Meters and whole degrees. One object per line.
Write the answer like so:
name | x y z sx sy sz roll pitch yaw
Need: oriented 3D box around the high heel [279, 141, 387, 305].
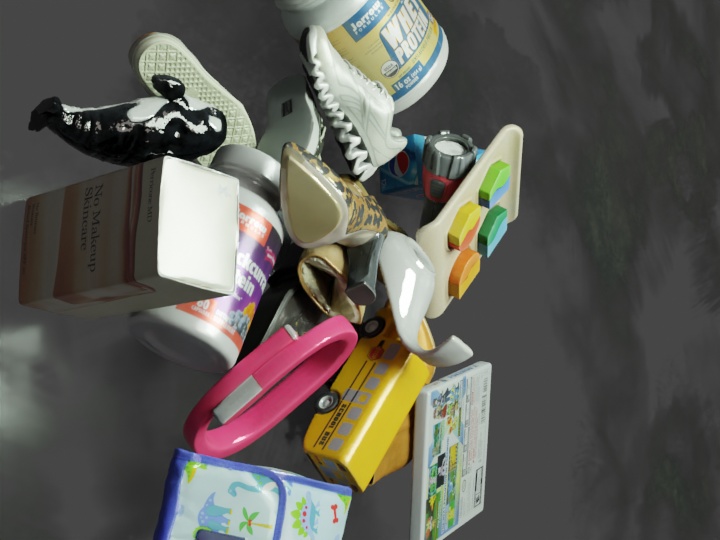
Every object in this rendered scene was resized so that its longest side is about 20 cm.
high heel | -0.029 -0.080 1.099 0.144 0.070 0.201 -84 153 -47

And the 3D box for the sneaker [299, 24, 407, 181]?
sneaker | -0.009 -0.198 1.231 0.201 0.080 0.076 62 4 -40

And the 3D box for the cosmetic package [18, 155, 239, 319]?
cosmetic package | -0.202 -0.023 0.936 0.087 0.198 0.105 16 69 -48

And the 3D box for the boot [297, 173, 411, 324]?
boot | 0.000 0.000 1.235 0.175 0.066 0.201 47 25 -20

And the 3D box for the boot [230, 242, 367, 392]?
boot | -0.053 0.084 1.201 0.175 0.068 0.201 56 44 -27

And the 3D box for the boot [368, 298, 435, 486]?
boot | 0.030 0.140 1.287 0.143 0.070 0.205 -18 103 -56

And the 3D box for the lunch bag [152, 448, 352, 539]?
lunch bag | -0.116 0.273 1.047 0.198 0.126 0.173 23 72 -39

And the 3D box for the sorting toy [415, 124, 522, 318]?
sorting toy | 0.141 -0.054 1.335 0.200 0.036 0.186 -48 153 -25

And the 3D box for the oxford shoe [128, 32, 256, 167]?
oxford shoe | -0.170 -0.170 1.113 0.075 0.058 0.200 -40 134 -3

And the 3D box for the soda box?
soda box | 0.109 -0.130 1.443 0.198 0.063 0.069 4 80 -51

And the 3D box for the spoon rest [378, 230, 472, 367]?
spoon rest | 0.059 0.031 1.189 0.099 0.060 0.201 39 19 -39

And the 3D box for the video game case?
video game case | 0.114 0.230 1.362 0.181 0.022 0.204 -13 108 -58

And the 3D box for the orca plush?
orca plush | -0.202 -0.126 1.019 0.198 0.106 0.071 13 34 -49

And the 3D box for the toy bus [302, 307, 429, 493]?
toy bus | 0.012 0.137 1.187 0.201 0.077 0.066 -57 135 -30

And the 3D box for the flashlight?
flashlight | 0.098 -0.072 1.353 0.066 0.068 0.203 -7 129 -17

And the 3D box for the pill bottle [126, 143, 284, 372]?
pill bottle | -0.138 -0.015 1.047 0.111 0.110 0.203 40 59 -38

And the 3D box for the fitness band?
fitness band | -0.088 0.114 1.076 0.038 0.199 0.144 50 -2 17

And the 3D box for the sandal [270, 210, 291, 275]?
sandal | -0.144 0.005 1.135 0.076 0.043 0.201 50 57 -22

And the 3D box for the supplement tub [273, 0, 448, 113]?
supplement tub | -0.003 -0.294 1.274 0.200 0.143 0.146 44 52 -36

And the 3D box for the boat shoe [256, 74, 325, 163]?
boat shoe | -0.066 -0.142 1.184 0.064 0.070 0.202 59 19 -33
